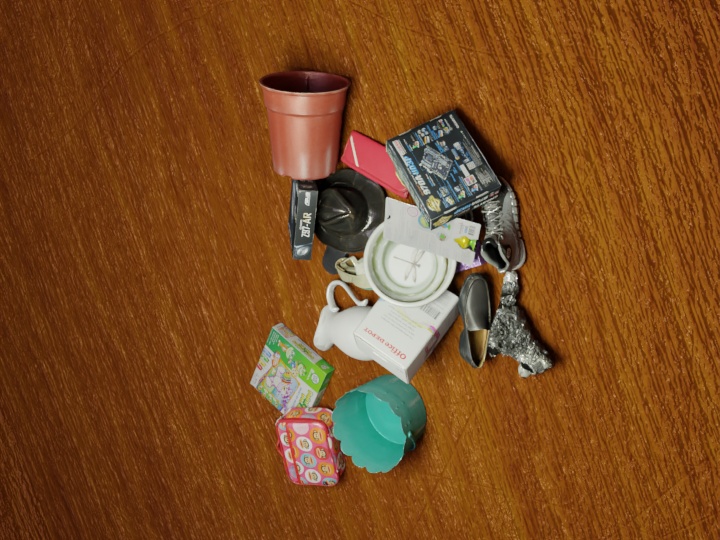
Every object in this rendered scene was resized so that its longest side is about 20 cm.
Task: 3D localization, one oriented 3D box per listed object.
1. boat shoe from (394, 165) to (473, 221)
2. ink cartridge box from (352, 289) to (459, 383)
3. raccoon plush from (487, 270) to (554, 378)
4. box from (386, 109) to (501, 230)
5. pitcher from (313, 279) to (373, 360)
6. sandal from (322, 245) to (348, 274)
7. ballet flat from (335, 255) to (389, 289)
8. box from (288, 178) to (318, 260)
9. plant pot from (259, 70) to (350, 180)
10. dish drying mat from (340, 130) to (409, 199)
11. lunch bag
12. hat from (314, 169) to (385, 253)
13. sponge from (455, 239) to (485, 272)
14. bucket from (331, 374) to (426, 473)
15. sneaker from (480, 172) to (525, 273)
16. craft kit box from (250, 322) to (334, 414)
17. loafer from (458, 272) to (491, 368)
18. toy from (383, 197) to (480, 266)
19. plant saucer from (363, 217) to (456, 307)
[{"bbox_3d":[0.146,-0.158,1.514,0.201,0.060,0.072,45,117,12],"label":"boat shoe"},{"bbox_3d":[0.099,0.114,1.578,0.143,0.201,0.085,32,159,23],"label":"ink cartridge box"},{"bbox_3d":[0.335,0.115,1.489,0.131,0.096,0.205,13,110,22],"label":"raccoon plush"},{"bbox_3d":[0.161,-0.201,1.455,0.202,0.156,0.046,62,172,22],"label":"box"},{"bbox_3d":[-0.014,0.115,1.720,0.197,0.120,0.176,6,94,45],"label":"pitcher"},{"bbox_3d":[-0.048,-0.081,1.722,0.075,0.043,0.204,25,116,27],"label":"sandal"},{"bbox_3d":[0.000,0.000,1.654,0.199,0.068,0.071,8,110,61],"label":"ballet flat"},{"bbox_3d":[-0.132,-0.138,1.679,0.042,0.201,0.164,3,115,-10],"label":"box"},{"bbox_3d":[-0.122,-0.317,1.626,0.198,0.200,0.199,18,121,29],"label":"plant pot"},{"bbox_3d":[0.041,-0.233,1.616,0.198,0.018,0.078,34,105,30],"label":"dish drying mat"},{"bbox_3d":[-0.136,0.447,1.883,0.172,0.082,0.204,-3,112,22],"label":"lunch bag"},{"bbox_3d":[-0.043,-0.137,1.638,0.197,0.080,0.206,-3,83,28],"label":"hat"},{"bbox_3d":[0.186,-0.095,1.565,0.110,0.030,0.204,-15,94,37],"label":"sponge"},{"bbox_3d":[0.049,0.351,1.721,0.204,0.134,0.212,10,109,33],"label":"bucket"},{"bbox_3d":[0.267,-0.091,1.456,0.074,0.115,0.204,-16,94,36],"label":"sneaker"},{"bbox_3d":[-0.180,0.275,1.917,0.196,0.048,0.203,35,121,19],"label":"craft kit box"},{"bbox_3d":[0.246,0.106,1.542,0.071,0.072,0.205,-7,110,-8],"label":"loafer"},{"bbox_3d":[0.146,-0.089,1.501,0.196,0.048,0.117,20,139,15],"label":"toy"},{"bbox_3d":[0.105,-0.018,1.559,0.195,0.050,0.205,-2,75,7],"label":"plant saucer"}]
